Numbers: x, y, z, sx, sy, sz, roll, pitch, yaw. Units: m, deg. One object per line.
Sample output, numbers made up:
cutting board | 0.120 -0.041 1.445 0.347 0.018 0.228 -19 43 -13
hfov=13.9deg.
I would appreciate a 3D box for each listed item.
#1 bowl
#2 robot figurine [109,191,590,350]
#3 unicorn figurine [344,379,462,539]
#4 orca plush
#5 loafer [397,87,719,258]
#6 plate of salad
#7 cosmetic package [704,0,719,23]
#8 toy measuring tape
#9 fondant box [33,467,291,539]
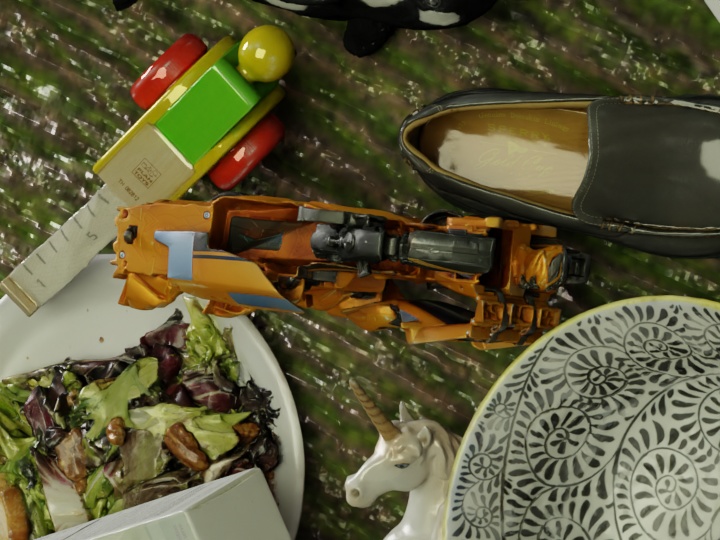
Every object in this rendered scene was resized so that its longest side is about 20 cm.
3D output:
bowl | 0.142 0.114 1.239 0.200 0.094 0.202 -3 83 30
robot figurine | 0.000 0.000 1.284 0.199 0.145 0.059 6 90 30
unicorn figurine | 0.032 0.156 1.316 0.200 0.074 0.137 43 107 1
orca plush | -0.019 -0.121 1.329 0.199 0.105 0.071 -2 121 21
loafer | 0.110 -0.043 1.268 0.199 0.072 0.073 3 91 24
plate of salad | -0.120 0.092 1.389 0.199 0.048 0.201 0 90 25
cosmetic package | 0.214 -0.096 1.198 0.074 0.101 0.201 -43 73 41
toy measuring tape | -0.092 -0.051 1.362 0.200 0.073 0.074 -42 74 34
fondant box | -0.100 0.185 1.332 0.199 0.058 0.145 -21 95 42
